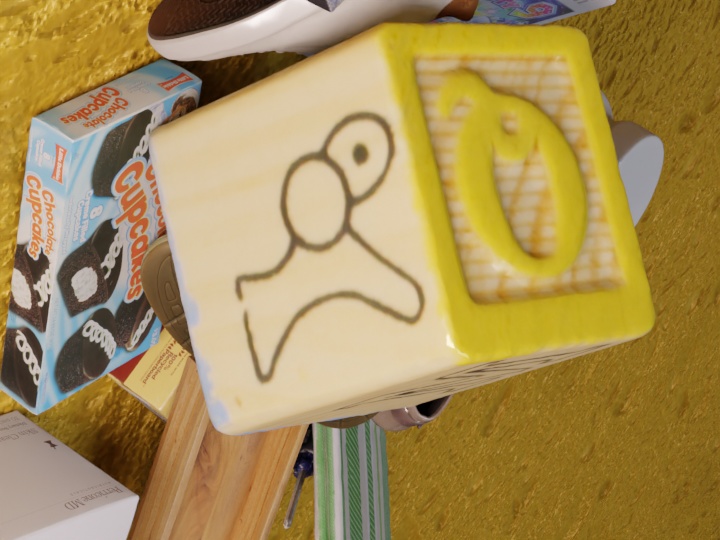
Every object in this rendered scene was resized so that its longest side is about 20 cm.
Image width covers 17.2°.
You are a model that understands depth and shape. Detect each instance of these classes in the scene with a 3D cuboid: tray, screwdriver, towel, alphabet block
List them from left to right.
[{"bbox_3d":[-0.097,0.144,1.602,0.098,0.037,0.201,-6,125,-41],"label":"tray"},{"bbox_3d":[-0.045,0.143,1.650,0.200,0.029,0.028,-53,164,-76],"label":"screwdriver"},{"bbox_3d":[-0.006,0.163,1.716,0.200,0.023,0.154,54,31,-72],"label":"towel"},{"bbox_3d":[0.024,-0.024,1.394,0.196,0.199,0.197,-8,82,-48],"label":"alphabet block"}]

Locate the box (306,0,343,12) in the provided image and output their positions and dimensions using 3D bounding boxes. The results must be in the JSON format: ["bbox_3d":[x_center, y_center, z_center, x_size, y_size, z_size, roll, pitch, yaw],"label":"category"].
[{"bbox_3d":[-0.010,-0.267,1.332,0.200,0.132,0.115,-48,147,-21],"label":"box"}]

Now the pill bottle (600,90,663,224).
[{"bbox_3d":[0.104,-0.096,1.659,0.116,0.199,0.117,-42,150,-32],"label":"pill bottle"}]

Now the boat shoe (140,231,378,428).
[{"bbox_3d":[-0.061,0.027,1.514,0.200,0.063,0.073,33,122,-31],"label":"boat shoe"}]

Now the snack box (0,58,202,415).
[{"bbox_3d":[-0.159,-0.021,1.448,0.116,0.037,0.201,-32,143,-46],"label":"snack box"}]

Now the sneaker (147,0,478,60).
[{"bbox_3d":[-0.025,-0.144,1.387,0.073,0.198,0.085,-83,153,-44],"label":"sneaker"}]

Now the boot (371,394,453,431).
[{"bbox_3d":[0.057,0.020,1.687,0.070,0.146,0.201,24,87,-22],"label":"boot"}]

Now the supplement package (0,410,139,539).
[{"bbox_3d":[-0.252,0.194,1.427,0.199,0.110,0.157,-17,132,-56],"label":"supplement package"}]

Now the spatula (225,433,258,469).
[{"bbox_3d":[-0.052,0.072,1.634,0.201,0.020,0.056,-55,154,1],"label":"spatula"}]

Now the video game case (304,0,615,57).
[{"bbox_3d":[0.038,-0.167,1.472,0.143,0.199,0.018,20,62,-53],"label":"video game case"}]

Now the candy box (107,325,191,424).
[{"bbox_3d":[-0.090,0.068,1.652,0.117,0.056,0.200,-53,153,-8],"label":"candy box"}]
